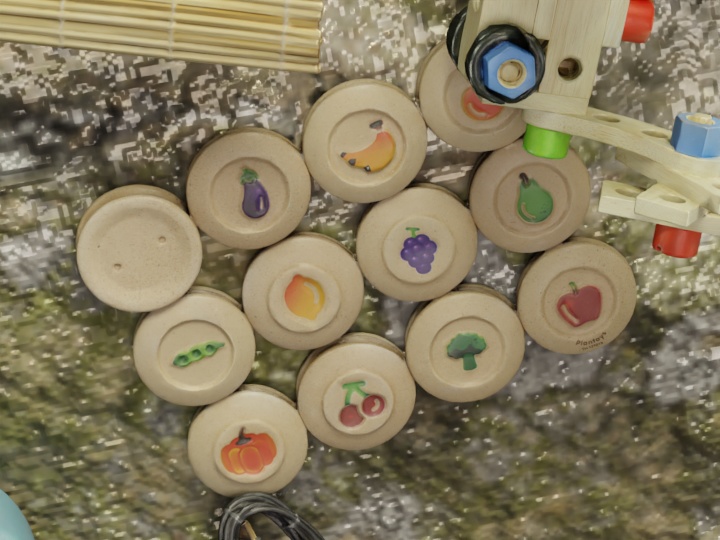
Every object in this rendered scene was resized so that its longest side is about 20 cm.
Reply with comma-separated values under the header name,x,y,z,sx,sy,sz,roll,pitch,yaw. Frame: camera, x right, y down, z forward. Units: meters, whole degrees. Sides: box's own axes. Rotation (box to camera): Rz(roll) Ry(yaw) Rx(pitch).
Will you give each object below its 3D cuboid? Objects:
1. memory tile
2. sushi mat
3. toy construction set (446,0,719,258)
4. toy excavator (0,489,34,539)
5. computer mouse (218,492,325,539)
name,x,y,z,sx,sy,sz,roll,pitch,yaw
memory tile,0.000,0.000,0.955,0.200,0.017,0.154,-24,114,4
sushi mat,-0.108,-0.124,0.854,0.199,0.012,0.096,7,115,10
toy construction set,0.106,-0.107,0.879,0.131,0.092,0.201,6,95,-13
toy excavator,-0.179,0.098,0.943,0.194,0.100,0.200,27,95,-20
computer mouse,-0.021,0.179,1.022,0.059,0.034,0.200,-22,113,-14
